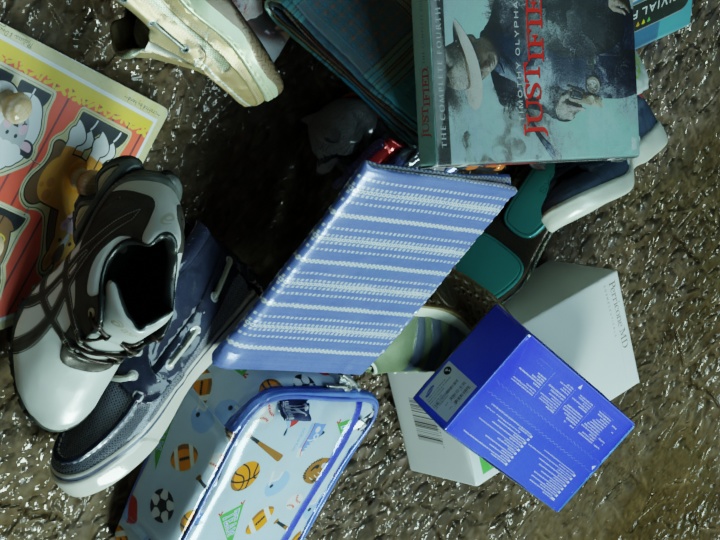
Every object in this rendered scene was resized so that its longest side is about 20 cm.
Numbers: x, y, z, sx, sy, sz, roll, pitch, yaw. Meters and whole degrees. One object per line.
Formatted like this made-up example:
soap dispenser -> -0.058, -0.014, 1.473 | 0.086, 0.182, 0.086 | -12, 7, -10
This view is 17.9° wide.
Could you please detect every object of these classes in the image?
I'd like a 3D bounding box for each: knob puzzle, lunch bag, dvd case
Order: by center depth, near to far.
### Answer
knob puzzle -> -0.216, -0.038, 1.429 | 0.219, 0.030, 0.221 | -29, 134, -35
dvd case -> 0.112, -0.143, 1.522 | 0.199, 0.022, 0.147 | -4, 93, -41
lunch bag -> -0.077, 0.143, 1.652 | 0.160, 0.076, 0.201 | 8, 120, -49

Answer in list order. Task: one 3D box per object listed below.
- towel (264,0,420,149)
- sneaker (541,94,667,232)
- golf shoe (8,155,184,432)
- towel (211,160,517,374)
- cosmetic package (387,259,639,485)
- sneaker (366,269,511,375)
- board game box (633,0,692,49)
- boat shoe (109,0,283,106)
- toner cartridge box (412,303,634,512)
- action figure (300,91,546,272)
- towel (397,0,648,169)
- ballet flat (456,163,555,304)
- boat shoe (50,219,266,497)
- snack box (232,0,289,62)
towel -> 0.045, -0.191, 1.533 | 0.200, 0.147, 0.022 | -48, 179, -30
sneaker -> 0.169, -0.097, 1.742 | 0.085, 0.075, 0.200 | 59, 28, -9
golf shoe -> -0.165, 0.030, 1.435 | 0.077, 0.095, 0.201 | 10, 118, -26
towel -> 0.000, 0.000, 1.536 | 0.144, 0.024, 0.200 | 4, 136, -43
cosmetic package -> 0.123, 0.079, 1.842 | 0.200, 0.085, 0.108 | -29, 113, -34
sneaker -> 0.036, 0.043, 1.699 | 0.090, 0.067, 0.200 | -33, 146, 24
board game box -> 0.200, -0.263, 1.752 | 0.151, 0.047, 0.201 | -27, 132, -37
boat shoe -> -0.120, -0.157, 1.402 | 0.076, 0.072, 0.200 | -39, 135, 1
toner cartridge box -> 0.126, 0.106, 1.725 | 0.095, 0.043, 0.200 | -47, 142, 3
action figure -> 0.019, -0.065, 1.665 | 0.200, 0.105, 0.193 | -38, 142, 20
towel -> 0.093, -0.169, 1.594 | 0.199, 0.172, 0.048 | -20, 161, -40
ballet flat -> 0.114, -0.017, 1.810 | 0.200, 0.068, 0.075 | -48, 167, -19
boat shoe -> -0.154, 0.051, 1.538 | 0.200, 0.074, 0.093 | -52, 133, -19
snack box -> -0.107, -0.187, 1.460 | 0.072, 0.024, 0.200 | -58, 143, 0
